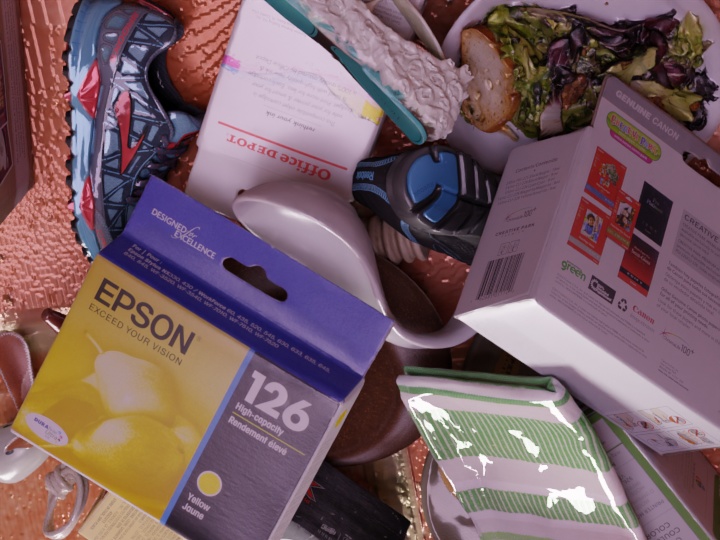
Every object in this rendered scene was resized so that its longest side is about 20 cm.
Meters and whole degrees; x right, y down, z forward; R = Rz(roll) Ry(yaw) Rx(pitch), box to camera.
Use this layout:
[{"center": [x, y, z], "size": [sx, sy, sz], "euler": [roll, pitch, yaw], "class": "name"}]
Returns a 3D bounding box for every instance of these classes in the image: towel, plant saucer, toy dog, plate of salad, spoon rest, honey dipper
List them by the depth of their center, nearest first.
[{"center": [0.148, -0.117, 1.550], "size": [0.199, 0.048, 0.201], "euler": [-1, 128, -1], "class": "plate of salad"}, {"center": [0.000, 0.000, 1.564], "size": [0.200, 0.099, 0.061], "euler": [29, 73, -26], "class": "spoon rest"}, {"center": [0.117, 0.150, 1.600], "size": [0.152, 0.023, 0.200], "euler": [1, 128, 42], "class": "towel"}, {"center": [-0.051, -0.010, 1.656], "size": [0.199, 0.038, 0.038], "euler": [-9, 109, 15], "class": "honey dipper"}, {"center": [-0.036, 0.067, 1.662], "size": [0.200, 0.037, 0.201], "euler": [7, 124, 11], "class": "plant saucer"}, {"center": [-0.224, 0.083, 1.680], "size": [0.096, 0.132, 0.200], "euler": [23, 108, -35], "class": "toy dog"}]

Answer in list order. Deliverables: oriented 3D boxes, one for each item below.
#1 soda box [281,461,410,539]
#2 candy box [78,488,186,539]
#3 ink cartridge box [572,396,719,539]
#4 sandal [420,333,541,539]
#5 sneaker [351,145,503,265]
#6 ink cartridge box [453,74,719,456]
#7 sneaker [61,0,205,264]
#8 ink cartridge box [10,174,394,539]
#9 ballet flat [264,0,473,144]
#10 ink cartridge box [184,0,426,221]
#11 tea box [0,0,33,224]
[{"center": [-0.067, 0.159, 1.663], "size": [0.200, 0.071, 0.063], "euler": [36, 132, -7], "class": "soda box"}, {"center": [-0.098, 0.205, 1.704], "size": [0.200, 0.115, 0.055], "euler": [36, 114, -5], "class": "candy box"}, {"center": [0.212, 0.160, 1.641], "size": [0.059, 0.104, 0.200], "euler": [-36, 102, 20], "class": "ink cartridge box"}, {"center": [0.090, 0.126, 1.675], "size": [0.080, 0.054, 0.201], "euler": [15, 113, 3], "class": "sandal"}, {"center": [0.083, -0.037, 1.589], "size": [0.200, 0.082, 0.073], "euler": [28, 77, -36], "class": "sneaker"}, {"center": [0.182, -0.002, 1.544], "size": [0.200, 0.176, 0.084], "euler": [34, 153, -27], "class": "ink cartridge box"}, {"center": [-0.154, -0.088, 1.620], "size": [0.095, 0.079, 0.201], "euler": [2, 112, 7], "class": "sneaker"}, {"center": [-0.108, 0.072, 1.568], "size": [0.197, 0.047, 0.200], "euler": [30, 109, 9], "class": "ink cartridge box"}, {"center": [-0.007, -0.166, 1.510], "size": [0.200, 0.072, 0.072], "euler": [43, 112, -9], "class": "ballet flat"}, {"center": [-0.036, -0.126, 1.591], "size": [0.116, 0.068, 0.201], "euler": [21, 112, 1], "class": "ink cartridge box"}, {"center": [-0.340, -0.129, 1.604], "size": [0.196, 0.134, 0.201], "euler": [3, 112, 9], "class": "tea box"}]
